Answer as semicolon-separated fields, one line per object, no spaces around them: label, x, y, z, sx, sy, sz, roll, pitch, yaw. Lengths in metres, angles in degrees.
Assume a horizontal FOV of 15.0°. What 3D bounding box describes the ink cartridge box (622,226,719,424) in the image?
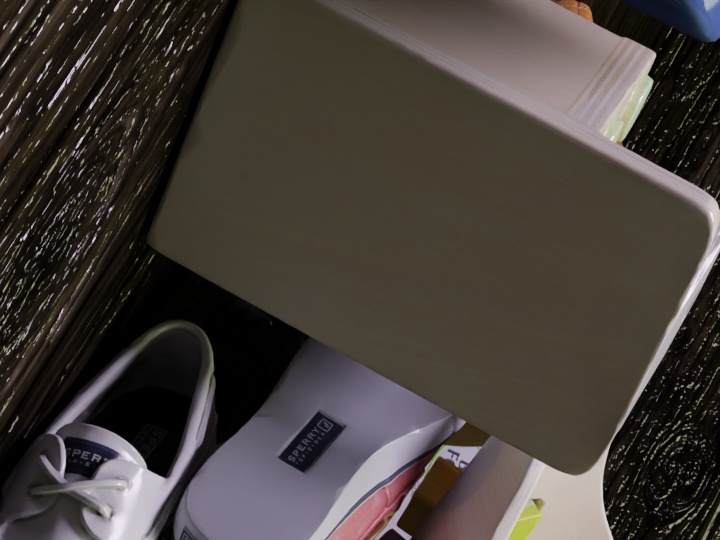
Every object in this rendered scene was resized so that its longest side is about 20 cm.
ink cartridge box;0.083;-0.012;1.481;0.083;0.199;0.147;-59;172;-22

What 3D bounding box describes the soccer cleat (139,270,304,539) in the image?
soccer cleat;-0.087;0.074;1.183;0.201;0.068;0.073;-65;-163;-7

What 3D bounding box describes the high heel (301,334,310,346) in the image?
high heel;0.000;0.000;1.215;0.200;0.067;0.096;-44;-140;19

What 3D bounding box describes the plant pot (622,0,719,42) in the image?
plant pot;0.101;-0.197;0.938;0.201;0.199;0.180;-64;168;19

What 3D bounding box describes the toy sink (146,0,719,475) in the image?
toy sink;0.040;-0.037;1.067;0.131;0.199;0.112;-67;171;29

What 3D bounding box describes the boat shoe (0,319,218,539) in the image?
boat shoe;-0.108;0.088;1.044;0.200;0.073;0.066;-64;168;-54

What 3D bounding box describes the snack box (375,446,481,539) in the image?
snack box;-0.002;0.095;1.410;0.053;0.141;0.201;117;-4;-77

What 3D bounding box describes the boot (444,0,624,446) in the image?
boot;0.066;-0.017;1.270;0.200;0.076;0.156;117;-26;-56

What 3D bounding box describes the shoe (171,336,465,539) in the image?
shoe;-0.018;0.091;1.119;0.200;0.071;0.091;-42;158;-48

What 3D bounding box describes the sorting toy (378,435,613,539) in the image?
sorting toy;0.061;0.112;1.167;0.181;0.107;0.200;-63;166;21
